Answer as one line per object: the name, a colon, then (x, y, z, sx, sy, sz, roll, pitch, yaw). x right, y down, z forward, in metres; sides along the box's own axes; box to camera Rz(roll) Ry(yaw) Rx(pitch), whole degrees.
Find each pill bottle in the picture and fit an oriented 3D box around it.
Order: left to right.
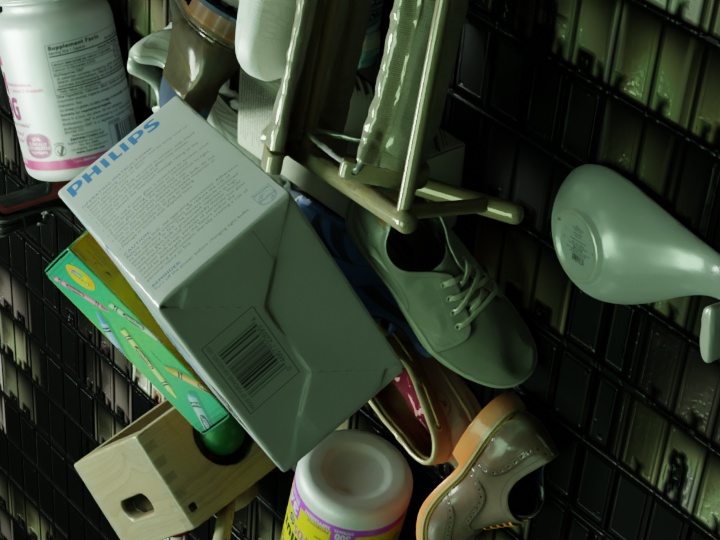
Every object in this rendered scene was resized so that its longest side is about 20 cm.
pill bottle: (-0.281, -0.195, 1.613, 0.113, 0.113, 0.201, 14, 121, 49)
pill bottle: (-0.020, 0.243, 1.534, 0.104, 0.104, 0.201, 43, 140, 29)

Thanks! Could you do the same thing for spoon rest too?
spoon rest: (0.194, -0.004, 1.149, 0.200, 0.060, 0.100, 42, 140, 51)

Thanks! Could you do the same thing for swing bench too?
swing bench: (0.021, -0.151, 1.161, 0.199, 0.129, 0.200, 25, 110, 41)

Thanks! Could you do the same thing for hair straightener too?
hair straightener: (-0.305, -0.056, 1.655, 0.041, 0.199, 0.077, 54, 147, 16)

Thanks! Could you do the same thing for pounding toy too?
pounding toy: (-0.148, 0.190, 1.598, 0.143, 0.184, 0.200, 57, 146, -4)

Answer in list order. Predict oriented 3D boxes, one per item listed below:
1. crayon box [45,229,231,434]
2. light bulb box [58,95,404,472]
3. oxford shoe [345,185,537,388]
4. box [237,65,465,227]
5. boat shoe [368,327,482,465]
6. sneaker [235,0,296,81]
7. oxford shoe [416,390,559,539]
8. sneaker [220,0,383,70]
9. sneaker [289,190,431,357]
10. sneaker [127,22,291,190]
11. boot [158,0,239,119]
crayon box: (-0.162, 0.028, 1.500, 0.200, 0.119, 0.058, 47, 141, -6)
light bulb box: (-0.097, 0.007, 1.281, 0.200, 0.125, 0.199, 41, 167, 51)
oxford shoe: (0.066, 0.015, 1.255, 0.200, 0.075, 0.058, 49, 154, -22)
box: (-0.011, -0.100, 1.345, 0.200, 0.068, 0.083, 37, 136, 35)
boat shoe: (0.020, 0.074, 1.398, 0.200, 0.069, 0.074, 49, 132, 18)
sneaker: (-0.063, -0.235, 1.260, 0.088, 0.075, 0.201, 8, 77, 36)
oxford shoe: (0.100, 0.187, 1.370, 0.073, 0.071, 0.201, 43, 140, 22)
sneaker: (-0.052, -0.235, 1.331, 0.200, 0.077, 0.087, 35, 122, 29)
sneaker: (0.000, 0.000, 1.367, 0.200, 0.066, 0.079, 33, 107, 37)
sneaker: (-0.131, -0.124, 1.485, 0.201, 0.081, 0.075, 57, 143, 9)
boot: (-0.141, -0.179, 1.397, 0.097, 0.074, 0.200, -61, 18, 8)
